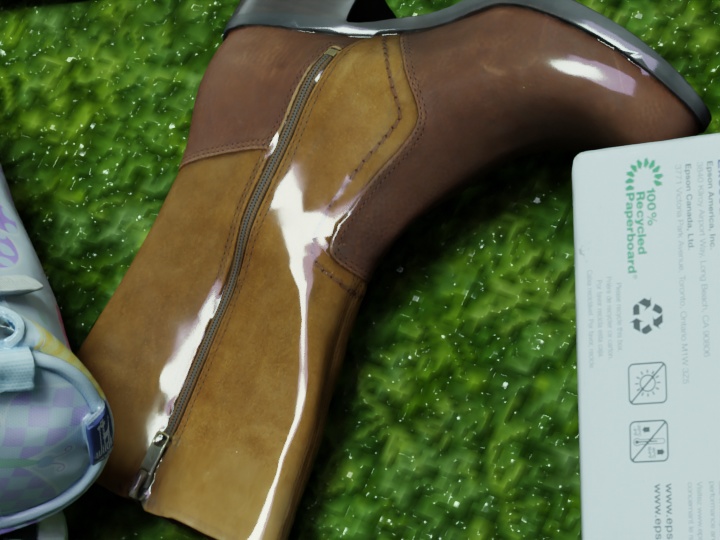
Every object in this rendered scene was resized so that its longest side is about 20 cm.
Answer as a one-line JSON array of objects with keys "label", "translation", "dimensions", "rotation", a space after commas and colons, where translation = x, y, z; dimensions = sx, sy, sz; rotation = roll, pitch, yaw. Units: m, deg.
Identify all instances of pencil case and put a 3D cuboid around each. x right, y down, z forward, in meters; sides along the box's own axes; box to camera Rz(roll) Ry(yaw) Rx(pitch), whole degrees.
[{"label": "pencil case", "translation": [-0.148, -0.003, 0.737], "dimensions": [0.082, 0.091, 0.201], "rotation": [-17, 44, -13]}]

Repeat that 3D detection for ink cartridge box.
[{"label": "ink cartridge box", "translation": [0.154, 0.055, 0.605], "dimensions": [0.198, 0.043, 0.198], "rotation": [-6, 79, 31]}]

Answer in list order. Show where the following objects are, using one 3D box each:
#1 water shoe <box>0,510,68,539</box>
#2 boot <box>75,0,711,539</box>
[{"label": "water shoe", "translation": [-0.198, 0.092, 0.736], "dimensions": [0.198, 0.079, 0.072], "rotation": [-2, 66, 18]}, {"label": "boot", "translation": [0.000, 0.000, 0.719], "dimensions": [0.187, 0.069, 0.201], "rotation": [17, 74, 24]}]
